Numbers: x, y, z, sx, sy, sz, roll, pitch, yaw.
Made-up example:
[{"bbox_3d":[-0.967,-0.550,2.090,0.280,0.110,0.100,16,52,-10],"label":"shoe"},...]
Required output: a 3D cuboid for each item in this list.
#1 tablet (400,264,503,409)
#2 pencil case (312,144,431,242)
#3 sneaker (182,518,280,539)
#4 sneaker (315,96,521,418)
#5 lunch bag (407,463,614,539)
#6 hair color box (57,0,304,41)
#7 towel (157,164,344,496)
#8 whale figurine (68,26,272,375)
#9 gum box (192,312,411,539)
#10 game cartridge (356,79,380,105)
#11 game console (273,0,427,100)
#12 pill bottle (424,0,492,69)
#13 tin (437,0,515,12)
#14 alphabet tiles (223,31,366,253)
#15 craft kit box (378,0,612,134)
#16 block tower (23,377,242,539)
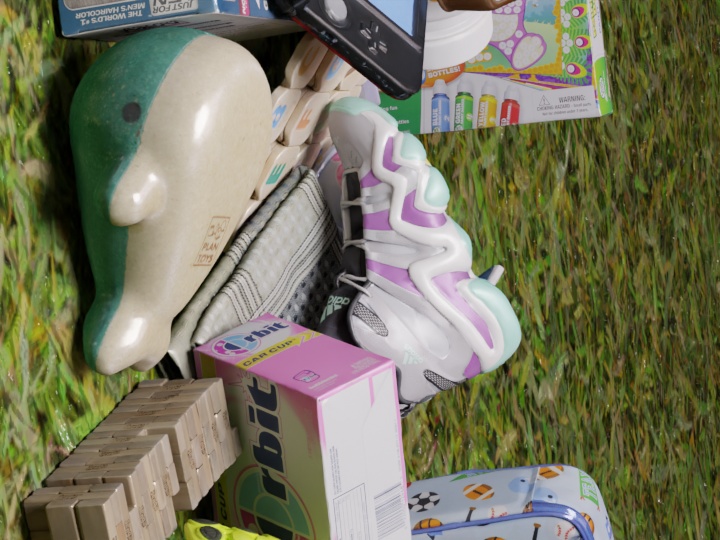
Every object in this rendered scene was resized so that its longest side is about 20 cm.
[{"bbox_3d":[0.034,0.069,1.895,0.014,0.130,0.200,49,27,-9],"label":"tablet"},{"bbox_3d":[0.017,-0.022,1.857,0.200,0.090,0.084,71,30,-67],"label":"pencil case"},{"bbox_3d":[-0.075,0.199,1.545,0.200,0.074,0.084,98,6,-69],"label":"sneaker"},{"bbox_3d":[0.000,0.000,1.704,0.201,0.140,0.078,58,-17,0],"label":"sneaker"},{"bbox_3d":[0.092,0.223,1.898,0.076,0.199,0.161,-69,149,-59],"label":"lunch bag"},{"bbox_3d":[-0.097,-0.171,1.599,0.200,0.099,0.061,-10,92,-72],"label":"hair color box"},{"bbox_3d":[-0.048,0.064,1.714,0.200,0.034,0.193,-55,139,-40],"label":"towel"},{"bbox_3d":[-0.126,-0.043,1.528,0.159,0.103,0.201,-6,115,-72],"label":"whale figurine"},{"bbox_3d":[-0.032,0.140,1.627,0.066,0.113,0.201,-24,119,-37],"label":"gum box"},{"bbox_3d":[-0.027,-0.222,1.849,0.130,0.038,0.201,-106,-177,-68],"label":"game cartridge"},{"bbox_3d":[0.017,-0.236,1.608,0.172,0.118,0.201,36,42,-33],"label":"game console"},{"bbox_3d":[0.041,-0.243,1.853,0.111,0.110,0.201,-74,160,-47],"label":"pill bottle"},{"bbox_3d":[0.086,-0.228,1.751,0.200,0.042,0.113,-37,132,-69],"label":"tin"},{"bbox_3d":[-0.031,-0.101,1.725,0.201,0.015,0.196,-60,169,11],"label":"alphabet tiles"},{"bbox_3d":[0.076,-0.202,1.963,0.048,0.199,0.199,-18,101,-70],"label":"craft kit box"},{"bbox_3d":[-0.127,0.117,1.510,0.200,0.054,0.058,-47,130,-66],"label":"block tower"}]
